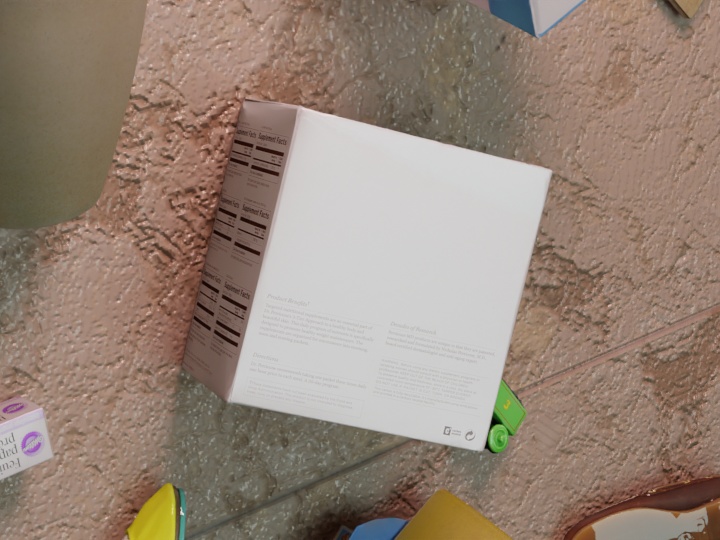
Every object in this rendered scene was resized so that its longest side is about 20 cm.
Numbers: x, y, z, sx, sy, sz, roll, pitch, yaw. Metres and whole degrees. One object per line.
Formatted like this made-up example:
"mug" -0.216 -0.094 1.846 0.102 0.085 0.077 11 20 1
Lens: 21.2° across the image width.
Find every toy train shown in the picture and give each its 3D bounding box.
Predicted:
"toy train" 0.066 0.066 1.499 0.056 0.042 0.200 -54 125 -25

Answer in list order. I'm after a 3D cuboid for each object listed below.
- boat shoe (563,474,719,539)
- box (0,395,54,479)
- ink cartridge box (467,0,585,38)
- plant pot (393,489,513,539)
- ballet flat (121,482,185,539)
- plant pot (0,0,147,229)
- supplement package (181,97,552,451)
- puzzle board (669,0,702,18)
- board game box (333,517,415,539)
"boat shoe" 0.264 0.220 1.653 0.199 0.070 0.071 -9 104 -12
"box" -0.297 0.137 1.252 0.199 0.041 0.039 -22 113 -29
"ink cartridge box" 0.089 -0.287 1.314 0.147 0.200 0.146 -40 141 -22
"plant pot" 0.095 0.323 1.458 0.200 0.176 0.200 -47 135 -25
"ballet flat" -0.162 0.249 1.364 0.067 0.067 0.201 2 102 -14
"plant pot" -0.213 -0.134 1.182 0.187 0.187 0.201 -20 125 -31
"supplement package" 0.000 0.000 1.342 0.190 0.147 0.201 13 93 -20
"puzzle board" 0.247 -0.323 1.554 0.200 0.017 0.151 42 75 -35
"board game box" -0.015 0.280 1.487 0.200 0.039 0.158 -56 138 -15
